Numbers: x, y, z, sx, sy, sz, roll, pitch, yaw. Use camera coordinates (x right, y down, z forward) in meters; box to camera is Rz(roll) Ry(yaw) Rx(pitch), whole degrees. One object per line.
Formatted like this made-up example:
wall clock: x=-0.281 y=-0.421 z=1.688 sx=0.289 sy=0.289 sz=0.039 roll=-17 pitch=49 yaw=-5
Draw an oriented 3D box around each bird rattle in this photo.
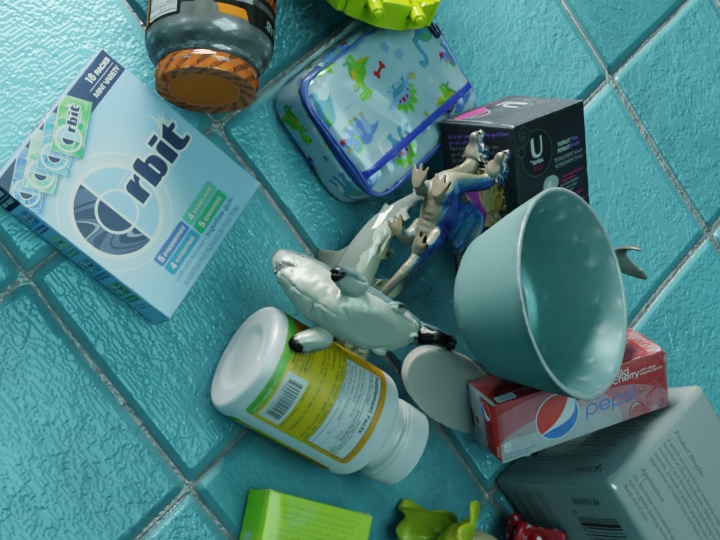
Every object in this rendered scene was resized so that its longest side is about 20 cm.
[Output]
bird rattle: x=0.115 y=0.320 z=1.206 sx=0.200 sy=0.113 sz=0.163 roll=31 pitch=79 yaw=-37

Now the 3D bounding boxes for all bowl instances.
bowl: x=0.164 y=0.028 z=1.109 sx=0.201 sy=0.105 sz=0.201 roll=15 pitch=70 yaw=-47

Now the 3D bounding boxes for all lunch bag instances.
lunch bag: x=0.024 y=-0.176 z=1.220 sx=0.200 sy=0.082 sz=0.161 roll=-41 pitch=107 yaw=-29

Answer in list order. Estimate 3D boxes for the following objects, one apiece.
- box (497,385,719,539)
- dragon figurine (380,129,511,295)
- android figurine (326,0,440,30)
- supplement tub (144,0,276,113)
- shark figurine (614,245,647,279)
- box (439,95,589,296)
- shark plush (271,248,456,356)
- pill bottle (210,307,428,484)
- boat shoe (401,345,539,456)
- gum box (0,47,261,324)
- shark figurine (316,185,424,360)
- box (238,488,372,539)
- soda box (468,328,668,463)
box: x=0.301 y=0.254 z=1.248 sx=0.171 sy=0.200 sz=0.199 roll=-38 pitch=101 yaw=-28
dragon figurine: x=0.083 y=-0.046 z=1.140 sx=0.099 sy=0.059 sz=0.200 roll=13 pitch=100 yaw=-47
android figurine: x=0.014 y=-0.314 z=1.193 sx=0.182 sy=0.041 sz=0.200 roll=6 pitch=42 yaw=-22
supplement tub: x=-0.140 y=-0.260 z=1.096 sx=0.122 sy=0.122 sz=0.201 roll=12 pitch=71 yaw=-30
shark figurine: x=0.243 y=0.049 z=1.325 sx=0.215 sy=0.128 sz=0.090 roll=-51 pitch=134 yaw=-40
box: x=0.170 y=-0.077 z=1.237 sx=0.122 sy=0.106 sz=0.201 roll=-24 pitch=115 yaw=-38
shark plush: x=0.013 y=0.029 z=1.083 sx=0.199 sy=0.083 sz=0.091 roll=10 pitch=114 yaw=-24
pill bottle: x=-0.034 y=0.129 z=1.114 sx=0.200 sy=0.111 sz=0.111 roll=32 pitch=67 yaw=-24
boat shoe: x=0.108 y=0.127 z=1.210 sx=0.200 sy=0.093 sz=0.075 roll=34 pitch=92 yaw=-28
gum box: x=-0.216 y=-0.078 z=1.075 sx=0.200 sy=0.045 sz=0.170 roll=41 pitch=64 yaw=-19
shark figurine: x=0.001 y=-0.021 z=1.177 sx=0.128 sy=0.089 sz=0.215 roll=32 pitch=84 yaw=-49
box: x=-0.066 y=0.320 z=1.101 sx=0.122 sy=0.048 sz=0.201 roll=20 pitch=72 yaw=-27
soda box: x=0.212 y=0.126 z=1.166 sx=0.199 sy=0.063 sz=0.070 roll=-16 pitch=112 yaw=-18
